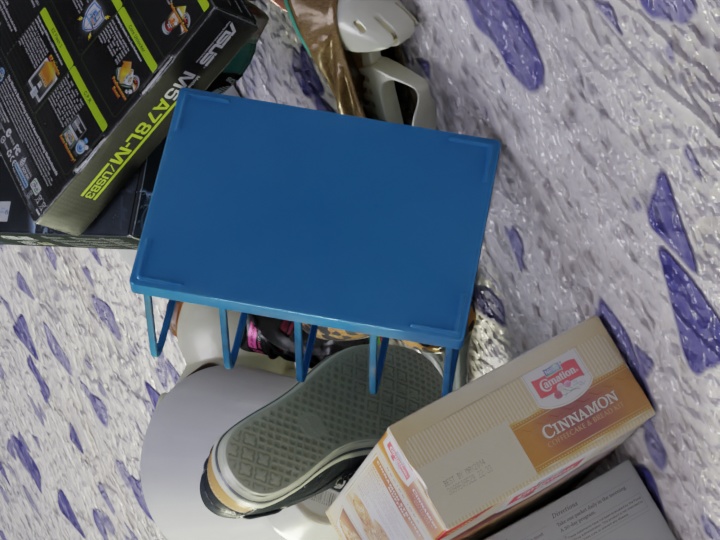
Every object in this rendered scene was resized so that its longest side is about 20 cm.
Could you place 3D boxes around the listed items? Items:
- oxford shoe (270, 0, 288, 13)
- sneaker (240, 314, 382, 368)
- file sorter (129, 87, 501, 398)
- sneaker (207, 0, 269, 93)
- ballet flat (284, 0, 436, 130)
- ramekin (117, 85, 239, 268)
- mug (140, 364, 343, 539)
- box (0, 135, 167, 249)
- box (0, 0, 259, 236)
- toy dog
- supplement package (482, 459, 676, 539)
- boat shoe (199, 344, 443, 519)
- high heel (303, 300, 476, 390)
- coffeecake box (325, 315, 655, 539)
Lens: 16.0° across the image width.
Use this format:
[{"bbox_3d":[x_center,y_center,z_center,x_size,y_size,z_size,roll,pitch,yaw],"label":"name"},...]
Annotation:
[{"bbox_3d":[-0.068,-0.244,1.640,0.200,0.075,0.071,51,-170,-26],"label":"oxford shoe"},{"bbox_3d":[-0.045,0.048,1.909,0.200,0.084,0.077,42,152,42],"label":"sneaker"},{"bbox_3d":[-0.025,-0.008,1.575,0.123,0.199,0.139,90,-169,-62],"label":"file sorter"},{"bbox_3d":[-0.165,-0.186,1.760,0.200,0.080,0.071,30,-167,11],"label":"sneaker"},{"bbox_3d":[0.010,-0.126,1.603,0.072,0.068,0.201,8,124,43],"label":"ballet flat"},{"bbox_3d":[-0.155,-0.086,2.010,0.201,0.097,0.201,52,158,32],"label":"ramekin"},{"bbox_3d":[-0.046,0.134,1.867,0.153,0.186,0.150,-7,108,58],"label":"mug"},{"bbox_3d":[-0.188,-0.097,1.700,0.199,0.043,0.161,3,80,43],"label":"box"},{"bbox_3d":[-0.172,-0.157,1.642,0.047,0.193,0.200,20,-150,-47],"label":"box"},{"bbox_3d":[-0.108,0.099,2.018,0.139,0.201,0.194,-15,146,36],"label":"toy dog"},{"bbox_3d":[0.092,0.225,1.604,0.111,0.199,0.156,61,160,10],"label":"supplement package"},{"bbox_3d":[-0.025,0.102,1.624,0.075,0.200,0.062,56,139,9],"label":"boat shoe"},{"bbox_3d":[0.000,0.000,1.743,0.200,0.071,0.143,36,157,23],"label":"high heel"},{"bbox_3d":[0.076,0.120,1.587,0.073,0.153,0.200,59,160,11],"label":"coffeecake box"}]
